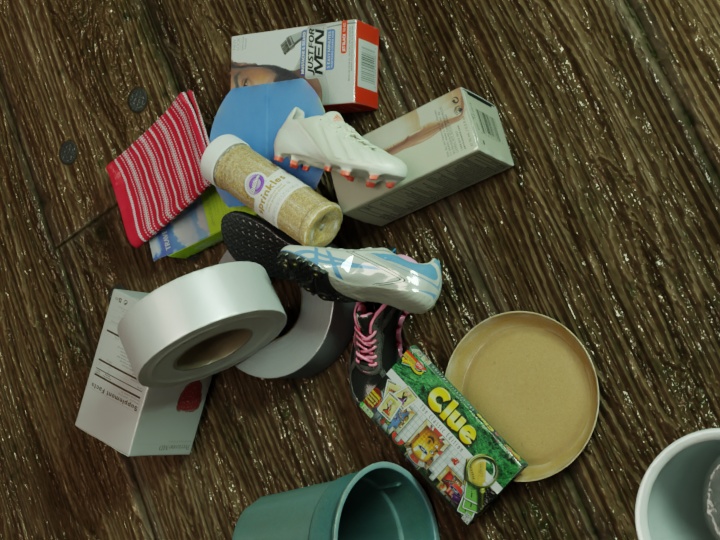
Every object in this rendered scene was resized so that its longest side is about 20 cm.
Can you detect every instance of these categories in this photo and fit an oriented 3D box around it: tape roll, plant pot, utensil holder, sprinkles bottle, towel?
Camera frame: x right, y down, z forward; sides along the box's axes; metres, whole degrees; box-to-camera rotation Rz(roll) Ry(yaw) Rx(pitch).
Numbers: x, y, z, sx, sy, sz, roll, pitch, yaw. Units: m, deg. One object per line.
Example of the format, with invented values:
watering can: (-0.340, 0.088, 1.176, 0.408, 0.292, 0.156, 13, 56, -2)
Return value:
tape roll: (-0.102, 0.043, 1.633, 0.200, 0.066, 0.201, -3, 84, 32)
plant pot: (-0.040, 0.341, 1.506, 0.196, 0.200, 0.200, -12, 79, 37)
utensil holder: (0.387, 0.240, 1.240, 0.170, 0.200, 0.170, -3, 85, 30)
tape roll: (-0.195, 0.070, 1.532, 0.202, 0.202, 0.071, -35, 71, 24)
plant pot: (0.192, 0.149, 1.468, 0.200, 0.027, 0.200, -3, 83, 31)
sprinkles bottle: (-0.112, -0.099, 1.547, 0.200, 0.068, 0.068, 34, 103, 31)
towel: (-0.276, -0.137, 1.709, 0.200, 0.022, 0.145, -36, 64, 36)

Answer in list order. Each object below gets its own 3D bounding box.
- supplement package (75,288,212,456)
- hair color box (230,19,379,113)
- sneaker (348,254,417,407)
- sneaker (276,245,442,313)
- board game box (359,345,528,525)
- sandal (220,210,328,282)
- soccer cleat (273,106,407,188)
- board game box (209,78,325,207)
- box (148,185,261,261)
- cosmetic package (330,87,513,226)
supplement package: (-0.286, 0.141, 1.699, 0.120, 0.121, 0.200, 21, 97, 36)
hair color box: (-0.076, -0.263, 1.645, 0.200, 0.064, 0.111, -2, 86, 32)
sneaker: (0.015, 0.076, 1.542, 0.079, 0.095, 0.200, 13, 93, 29)
sneaker: (0.000, 0.000, 1.477, 0.200, 0.072, 0.073, 13, 56, 10)
board game box: (0.097, 0.196, 1.484, 0.200, 0.023, 0.105, 46, 107, 20)
sandal: (-0.087, -0.022, 1.568, 0.200, 0.045, 0.075, 22, 123, 18)
soccer cleat: (-0.024, -0.151, 1.488, 0.200, 0.069, 0.078, 17, 87, 37)
board game box: (-0.111, -0.163, 1.616, 0.200, 0.039, 0.158, -2, 86, 35)
box: (-0.213, -0.099, 1.722, 0.200, 0.048, 0.122, -23, 73, 28)
cosmetic package: (0.072, -0.136, 1.522, 0.200, 0.103, 0.087, -24, 71, 26)
